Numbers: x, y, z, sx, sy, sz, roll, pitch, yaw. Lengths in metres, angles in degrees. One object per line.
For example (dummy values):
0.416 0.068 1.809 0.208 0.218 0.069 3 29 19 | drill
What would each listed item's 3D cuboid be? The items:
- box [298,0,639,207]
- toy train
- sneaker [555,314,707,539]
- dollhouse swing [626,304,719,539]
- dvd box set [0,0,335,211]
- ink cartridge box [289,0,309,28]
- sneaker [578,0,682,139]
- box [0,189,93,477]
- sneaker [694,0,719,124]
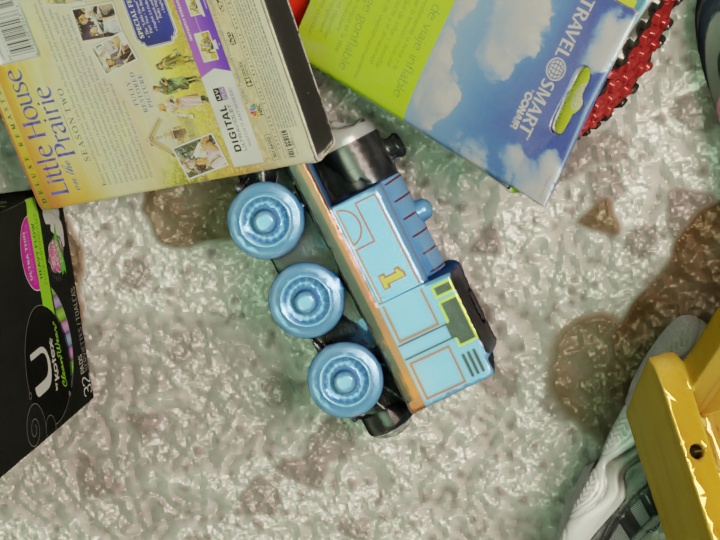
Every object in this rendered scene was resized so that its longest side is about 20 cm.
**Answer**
0.061 -0.133 0.921 0.200 0.048 0.122 35 111 30 | box
0.000 0.000 0.989 0.114 0.087 0.200 -26 94 5 | toy train
0.193 0.135 0.983 0.114 0.075 0.200 27 102 6 | sneaker
0.273 0.080 0.864 0.200 0.176 0.182 -14 80 -14 | dollhouse swing
-0.126 -0.117 0.940 0.200 0.029 0.147 -9 112 28 | dvd box set
-0.116 -0.203 0.932 0.173 0.044 0.200 12 139 8 | ink cartridge box
0.137 -0.171 0.942 0.095 0.079 0.200 30 102 21 | sneaker
-0.257 0.040 0.979 0.124 0.200 0.149 -6 100 11 | box
0.242 -0.076 0.928 0.070 0.082 0.200 -19 98 14 | sneaker
